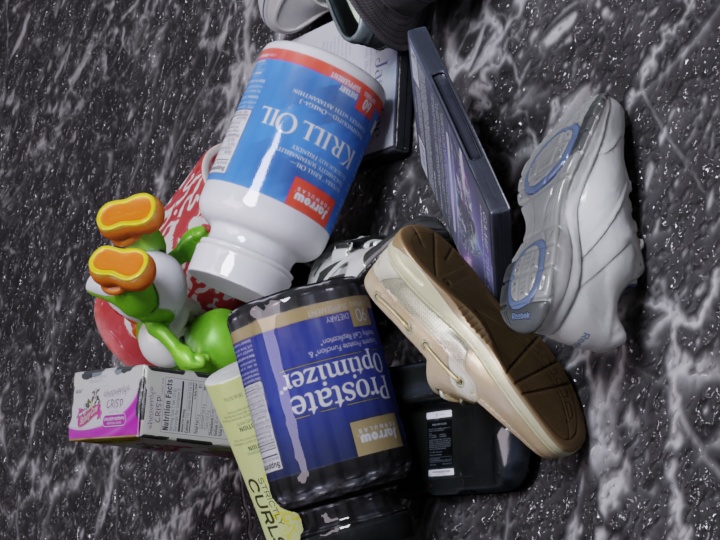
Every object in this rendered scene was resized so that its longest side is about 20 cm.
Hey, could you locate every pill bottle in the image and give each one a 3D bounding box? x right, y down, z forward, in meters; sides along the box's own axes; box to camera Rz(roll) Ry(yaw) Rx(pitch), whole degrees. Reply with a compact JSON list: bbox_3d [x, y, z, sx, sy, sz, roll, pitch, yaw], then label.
[{"bbox_3d":[-0.064,-0.075,1.630,0.112,0.112,0.201,5,71,59],"label":"pill bottle"},{"bbox_3d":[-0.025,0.114,1.515,0.112,0.111,0.201,-24,79,54],"label":"pill bottle"}]

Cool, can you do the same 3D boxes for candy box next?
[{"bbox_3d":[-0.124,0.122,1.665,0.136,0.199,0.061,-10,72,58],"label":"candy box"}]

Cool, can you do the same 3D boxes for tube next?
[{"bbox_3d":[-0.061,0.167,1.589,0.058,0.052,0.201,-7,110,53],"label":"tube"}]

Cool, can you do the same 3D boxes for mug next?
[{"bbox_3d":[-0.119,0.003,1.790,0.200,0.177,0.134,-53,6,37],"label":"mug"}]

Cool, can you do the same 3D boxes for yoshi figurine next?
[{"bbox_3d":[-0.147,0.029,1.670,0.112,0.200,0.112,-38,52,-11],"label":"yoshi figurine"}]

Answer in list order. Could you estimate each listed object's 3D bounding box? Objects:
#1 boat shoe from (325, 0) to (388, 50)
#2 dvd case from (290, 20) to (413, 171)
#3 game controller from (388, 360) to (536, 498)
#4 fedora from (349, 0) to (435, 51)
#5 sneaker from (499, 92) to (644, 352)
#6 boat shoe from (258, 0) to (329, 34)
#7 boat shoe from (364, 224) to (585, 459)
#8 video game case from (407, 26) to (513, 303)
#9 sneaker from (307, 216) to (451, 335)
[{"bbox_3d":[-0.015,-0.274,1.643,0.073,0.062,0.201,-31,76,49],"label":"boat shoe"},{"bbox_3d":[-0.013,-0.152,1.738,0.200,0.017,0.144,-15,68,56],"label":"dvd case"},{"bbox_3d":[0.068,0.118,1.517,0.200,0.042,0.105,-13,84,58],"label":"game controller"},{"bbox_3d":[0.047,-0.280,1.568,0.090,0.177,0.201,-16,48,25],"label":"fedora"},{"bbox_3d":[0.154,-0.030,1.376,0.074,0.087,0.201,-30,38,54],"label":"sneaker"},{"bbox_3d":[-0.022,-0.261,1.740,0.200,0.072,0.066,-40,44,37],"label":"boat shoe"},{"bbox_3d":[0.079,0.060,1.417,0.200,0.072,0.065,49,121,15],"label":"boat shoe"},{"bbox_3d":[0.075,-0.065,1.494,0.143,0.019,0.201,82,169,-48],"label":"video game case"},{"bbox_3d":[0.000,0.000,1.618,0.200,0.074,0.089,-47,46,42],"label":"sneaker"}]
